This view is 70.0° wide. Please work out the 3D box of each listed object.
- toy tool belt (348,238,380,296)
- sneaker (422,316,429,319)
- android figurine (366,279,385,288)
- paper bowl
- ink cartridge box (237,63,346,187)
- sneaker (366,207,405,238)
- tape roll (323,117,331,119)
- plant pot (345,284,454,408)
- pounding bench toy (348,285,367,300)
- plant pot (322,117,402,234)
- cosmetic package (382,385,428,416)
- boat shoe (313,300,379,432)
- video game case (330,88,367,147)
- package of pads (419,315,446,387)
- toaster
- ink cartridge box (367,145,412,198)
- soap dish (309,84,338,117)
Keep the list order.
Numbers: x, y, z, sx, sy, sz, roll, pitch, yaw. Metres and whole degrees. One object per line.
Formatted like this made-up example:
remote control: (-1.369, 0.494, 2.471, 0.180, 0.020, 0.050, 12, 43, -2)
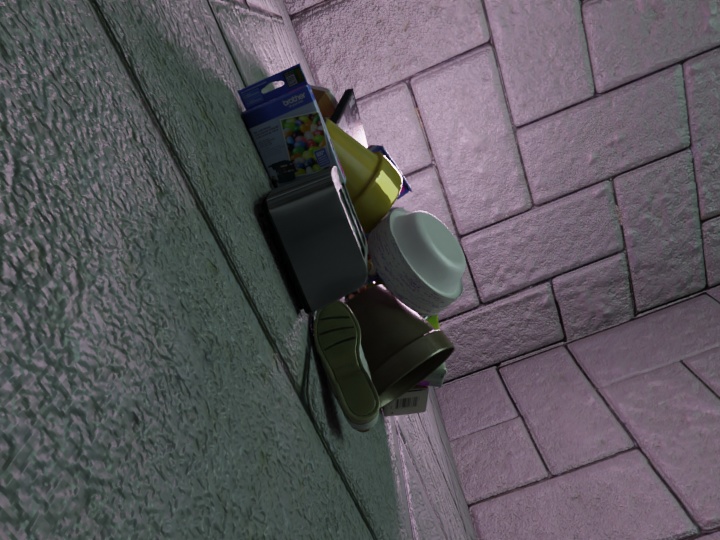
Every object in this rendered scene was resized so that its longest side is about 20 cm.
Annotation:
toy tool belt: (0.000, 0.000, 1.108, 0.200, 0.123, 0.125, 176, -101, -76)
sneaker: (0.132, 0.064, 1.164, 0.084, 0.198, 0.076, 33, -56, 31)
android figurine: (0.067, 0.039, 1.089, 0.040, 0.185, 0.200, 21, 7, -22)
paper bowl: (0.117, -0.027, 0.951, 0.199, 0.104, 0.203, 35, 31, -25)
ink cartridge box: (-0.112, -0.218, 0.849, 0.042, 0.117, 0.203, -91, 160, -67)
sneaker: (0.075, -0.071, 1.200, 0.080, 0.147, 0.200, -16, 57, -49)
tape roll: (-0.076, -0.243, 1.180, 0.202, 0.036, 0.208, -5, 90, -72)
plant pot: (0.044, 0.130, 0.942, 0.175, 0.199, 0.200, 53, 1, 20)
pounding bench toy: (0.039, 0.050, 1.314, 0.202, 0.122, 0.157, -103, 170, -52)
plant pot: (-0.049, -0.182, 1.009, 0.189, 0.200, 0.202, 42, 18, -24)
cosmetic package: (0.085, 0.224, 1.189, 0.202, 0.101, 0.089, -105, -167, -50)
boat shoe: (-0.025, 0.140, 0.759, 0.069, 0.073, 0.202, 93, -17, -51)
video game case: (-0.027, -0.309, 1.245, 0.202, 0.025, 0.183, -73, 154, -46)
package of pads: (0.101, 0.160, 1.144, 0.202, 0.151, 0.069, -89, -174, -52)
toaster: (-0.064, -0.062, 0.787, 0.181, 0.117, 0.203, -89, 158, -76)
ink cartridge box: (0.057, -0.229, 1.190, 0.120, 0.042, 0.200, 55, 0, -15)
soap dish: (-0.098, -0.381, 1.348, 0.156, 0.081, 0.201, 31, -19, 46)
